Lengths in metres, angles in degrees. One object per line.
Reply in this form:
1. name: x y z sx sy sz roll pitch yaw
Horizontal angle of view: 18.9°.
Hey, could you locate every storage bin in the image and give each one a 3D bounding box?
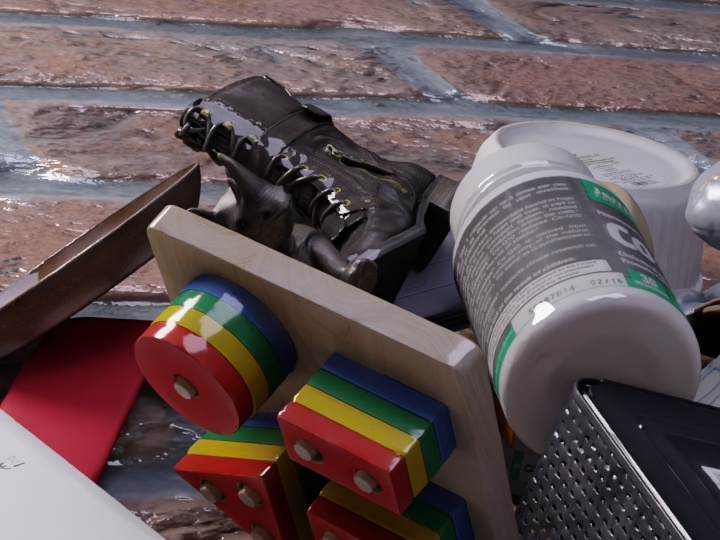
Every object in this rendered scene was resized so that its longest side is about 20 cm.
1. storage bin: 0.176 0.150 1.096 0.135 0.094 0.200 14 22 -24

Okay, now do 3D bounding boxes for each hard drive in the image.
1. hard drive: -0.190 0.136 1.100 0.132 0.027 0.200 -18 32 -35

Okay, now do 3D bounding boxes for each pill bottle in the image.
1. pill bottle: 0.115 0.012 1.246 0.113 0.113 0.200 4 30 -13

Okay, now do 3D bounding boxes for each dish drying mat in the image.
1. dish drying mat: -0.171 0.081 1.259 0.077 0.018 0.200 5 28 7

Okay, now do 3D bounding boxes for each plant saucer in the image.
1. plant saucer: -0.175 0.001 1.345 0.200 0.032 0.200 -33 8 5

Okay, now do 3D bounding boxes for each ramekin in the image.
1. ramekin: 0.170 -0.041 1.652 0.200 0.105 0.200 9 19 -3

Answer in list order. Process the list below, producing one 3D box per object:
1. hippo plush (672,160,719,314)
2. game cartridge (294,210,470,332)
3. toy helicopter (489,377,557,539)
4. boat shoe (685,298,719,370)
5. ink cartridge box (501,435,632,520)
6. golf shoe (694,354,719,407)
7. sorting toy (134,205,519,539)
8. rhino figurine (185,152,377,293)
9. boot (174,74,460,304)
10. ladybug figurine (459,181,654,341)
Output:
1. hippo plush: 0.260 0.012 1.464 0.159 0.161 0.200 -7 26 -39
2. game cartridge: 0.000 0.000 1.368 0.200 0.038 0.130 -15 44 -37
3. toy helicopter: 0.051 0.106 1.235 0.132 0.079 0.200 -24 51 -27
4. boat shoe: 0.228 0.057 1.341 0.200 0.072 0.076 1 30 -32
5. ink cartridge box: 0.187 0.107 1.343 0.200 0.050 0.161 11 20 10
6. golf shoe: 0.238 0.063 1.250 0.078 0.200 0.097 29 -27 -10
7. sorting toy: -0.025 0.088 1.109 0.199 0.200 0.070 24 58 30
8. rhino figurine: -0.033 0.007 1.144 0.087 0.200 0.060 23 65 41
9. boot: -0.038 -0.049 1.328 0.174 0.069 0.200 30 26 8
10. ladybug figurine: 0.134 0.005 1.488 0.072 0.136 0.200 44 -19 -19
